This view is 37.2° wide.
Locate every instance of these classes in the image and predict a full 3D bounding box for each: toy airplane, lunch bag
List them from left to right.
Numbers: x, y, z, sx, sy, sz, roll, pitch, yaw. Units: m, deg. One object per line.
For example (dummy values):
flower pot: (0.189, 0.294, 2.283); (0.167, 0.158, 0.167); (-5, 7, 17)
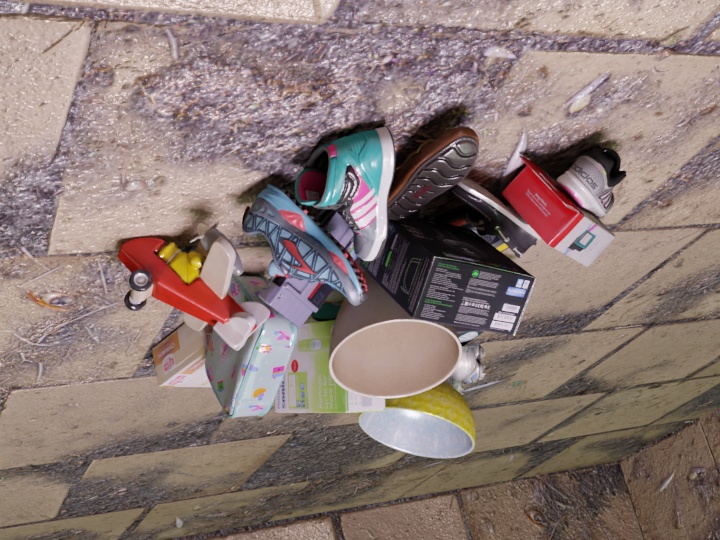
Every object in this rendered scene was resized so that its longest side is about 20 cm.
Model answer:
toy airplane: (-0.211, 0.017, 1.472); (0.198, 0.142, 0.200); (-1, 141, 32)
lunch bag: (-0.172, 0.111, 1.651); (0.076, 0.161, 0.202); (5, 120, -32)

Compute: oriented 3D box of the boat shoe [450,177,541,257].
boat shoe: (0.192, -0.076, 1.564); (0.199, 0.074, 0.060); (26, 109, -44)

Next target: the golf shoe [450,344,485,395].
golf shoe: (0.144, 0.182, 1.881); (0.096, 0.079, 0.200); (8, 147, -14)

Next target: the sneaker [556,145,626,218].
sneaker: (0.352, -0.135, 1.570); (0.088, 0.074, 0.199); (-46, 161, 15)

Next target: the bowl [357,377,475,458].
bowl: (0.103, 0.225, 1.793); (0.198, 0.109, 0.201); (12, 152, 6)

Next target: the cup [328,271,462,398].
cup: (0.045, 0.079, 1.612); (0.198, 0.144, 0.201); (-4, 140, -4)

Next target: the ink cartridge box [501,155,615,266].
ink cartridge box: (0.285, -0.086, 1.571); (0.067, 0.116, 0.199); (-47, 148, 15)

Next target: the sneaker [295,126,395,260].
sneaker: (-0.025, -0.090, 1.377); (0.119, 0.084, 0.202); (-7, 131, -15)

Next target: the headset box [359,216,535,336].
headset box: (0.116, -0.002, 1.503); (0.172, 0.200, 0.094); (11, 107, -28)

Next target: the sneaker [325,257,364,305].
sneaker: (0.000, 0.000, 1.661); (0.199, 0.071, 0.093); (-26, 162, 31)

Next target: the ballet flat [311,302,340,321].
ballet flat: (0.007, 0.035, 1.756); (0.199, 0.074, 0.073); (-30, 154, 26)

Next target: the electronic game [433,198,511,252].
electronic game: (0.178, -0.056, 1.689); (0.198, 0.042, 0.200); (-13, 158, -5)

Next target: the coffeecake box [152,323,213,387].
coffeecake box: (-0.231, 0.141, 1.839); (0.199, 0.074, 0.153); (6, 150, -42)

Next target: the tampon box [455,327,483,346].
tampon box: (0.090, 0.094, 1.869); (0.148, 0.128, 0.200); (-1, 154, -33)

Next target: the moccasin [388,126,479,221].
moccasin: (0.091, -0.137, 1.411); (0.073, 0.079, 0.201); (10, 154, -19)

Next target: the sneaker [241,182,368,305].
sneaker: (-0.075, -0.017, 1.397); (0.096, 0.200, 0.079); (-45, 168, 1)

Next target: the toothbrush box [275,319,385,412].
toothbrush box: (-0.053, 0.159, 1.752); (0.085, 0.148, 0.199); (4, 173, -37)

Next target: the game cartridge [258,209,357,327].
game cartridge: (-0.051, -0.019, 1.492); (0.201, 0.038, 0.130); (-54, 152, -4)
